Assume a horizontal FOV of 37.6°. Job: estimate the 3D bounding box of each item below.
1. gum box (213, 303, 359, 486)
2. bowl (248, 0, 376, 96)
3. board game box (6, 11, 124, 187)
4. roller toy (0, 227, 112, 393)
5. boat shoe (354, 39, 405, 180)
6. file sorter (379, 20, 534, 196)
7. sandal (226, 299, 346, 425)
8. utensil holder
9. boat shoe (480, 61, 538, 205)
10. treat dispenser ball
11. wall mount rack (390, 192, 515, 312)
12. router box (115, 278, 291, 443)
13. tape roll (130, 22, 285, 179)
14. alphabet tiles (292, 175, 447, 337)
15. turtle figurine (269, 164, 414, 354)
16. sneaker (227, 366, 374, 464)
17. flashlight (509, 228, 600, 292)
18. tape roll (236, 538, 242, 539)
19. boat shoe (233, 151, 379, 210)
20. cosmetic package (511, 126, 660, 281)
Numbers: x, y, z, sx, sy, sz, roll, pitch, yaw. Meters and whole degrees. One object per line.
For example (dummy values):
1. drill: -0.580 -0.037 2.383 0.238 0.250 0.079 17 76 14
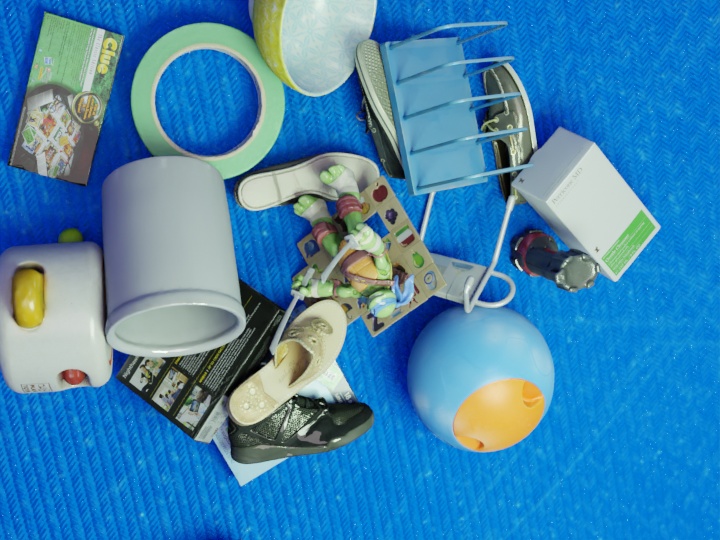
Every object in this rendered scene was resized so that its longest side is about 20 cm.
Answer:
1. gum box: -0.122 0.170 1.455 0.199 0.045 0.171 -30 103 -5
2. bowl: -0.077 -0.333 1.346 0.107 0.200 0.202 22 95 29
3. board game box: -0.378 -0.219 1.357 0.104 0.023 0.202 15 96 -11
4. roller toy: -0.384 0.059 1.311 0.138 0.200 0.184 -4 113 -10
5. boat shoe: 0.031 -0.209 1.413 0.075 0.062 0.201 -43 117 -42
6. file sorter: 0.132 -0.213 1.372 0.138 0.122 0.202 -13 93 -38
7. sandal: -0.080 0.115 1.344 0.078 0.070 0.212 48 67 -5
8. utensil holder: -0.237 -0.016 1.305 0.168 0.170 0.202 -6 67 -10
9. boat shoe: 0.203 -0.188 1.454 0.060 0.072 0.203 -22 106 -12
10. treat dispenser ball: 0.161 0.143 1.428 0.199 0.201 0.203 -2 99 -11
11. wall mount rack: 0.124 -0.032 1.427 0.198 0.075 0.174 15 52 22
12. router box: -0.205 0.100 1.382 0.149 0.051 0.201 33 87 21
13. tape roll: -0.199 -0.220 1.380 0.198 0.048 0.203 -2 98 -11
14. alphabet tiles: 0.000 0.000 1.401 0.199 0.008 0.168 -37 76 28
15. turtle figurine: -0.039 -0.029 1.319 0.198 0.144 0.195 -13 59 -15
16. sneaker: -0.081 0.183 1.403 0.197 0.076 0.115 -8 107 -5
17. flashlight: 0.263 -0.013 1.425 0.068 0.200 0.068 31 91 -15
18. tape roll: -0.161 0.467 1.410 0.065 0.200 0.202 -17 101 -8
19. boat shoe: -0.075 -0.122 1.422 0.198 0.057 0.068 -11 103 -15
20. cosmetic package: 0.311 -0.089 1.452 0.108 0.085 0.200 -51 127 0
